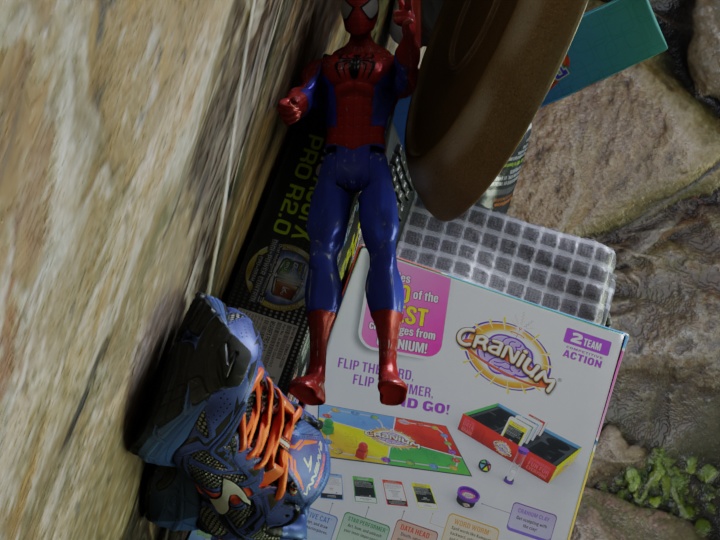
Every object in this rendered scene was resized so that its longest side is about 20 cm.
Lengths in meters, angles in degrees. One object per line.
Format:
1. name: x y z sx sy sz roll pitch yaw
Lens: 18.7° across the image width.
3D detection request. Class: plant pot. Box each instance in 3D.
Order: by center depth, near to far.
1. plant pot: 0.066 -0.121 1.048 0.200 0.027 0.202 -158 -90 -78

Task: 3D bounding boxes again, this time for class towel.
1. towel: 0.059 0.038 1.385 0.086 0.198 0.166 100 8 -55

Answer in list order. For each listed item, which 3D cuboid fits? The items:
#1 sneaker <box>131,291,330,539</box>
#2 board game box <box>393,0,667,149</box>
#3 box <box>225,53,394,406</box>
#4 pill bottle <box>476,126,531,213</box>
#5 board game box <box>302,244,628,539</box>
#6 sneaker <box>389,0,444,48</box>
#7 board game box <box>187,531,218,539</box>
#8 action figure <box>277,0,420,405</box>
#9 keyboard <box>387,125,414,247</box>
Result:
1. sneaker: -0.049 0.068 0.935 0.200 0.078 0.076 96 12 -71
2. board game box: 0.101 -0.124 1.433 0.045 0.199 0.152 65 9 -3
3. box: -0.035 0.014 1.124 0.161 0.044 0.201 99 10 -61
4. pill bottle: 0.055 -0.036 1.662 0.106 0.105 0.201 -61 168 -68
5. board game box: 0.039 0.101 1.111 0.040 0.152 0.201 102 7 -63
6. sneaker: 0.069 -0.197 1.349 0.200 0.081 0.078 97 12 -69
7. board game box: 0.007 0.154 1.188 0.135 0.198 0.034 -66 155 -59
8. action figure: -0.005 -0.048 1.003 0.099 0.065 0.202 73 18 -69
9. keyboard: 0.000 0.000 1.294 0.104 0.039 0.201 59 41 -47
